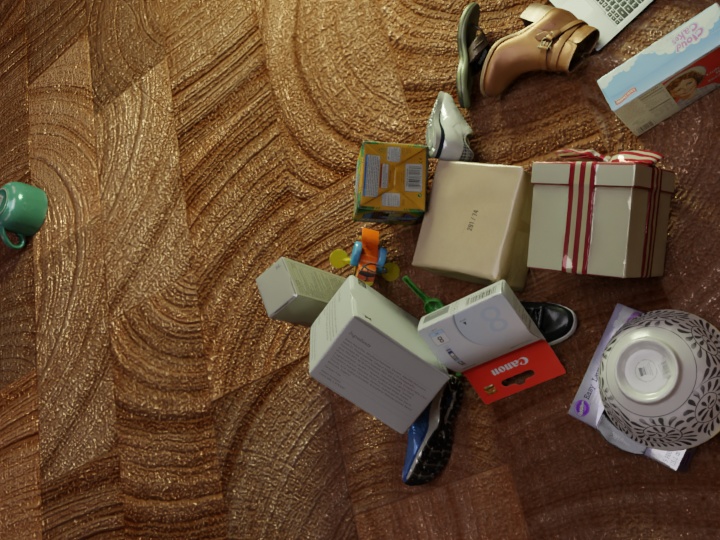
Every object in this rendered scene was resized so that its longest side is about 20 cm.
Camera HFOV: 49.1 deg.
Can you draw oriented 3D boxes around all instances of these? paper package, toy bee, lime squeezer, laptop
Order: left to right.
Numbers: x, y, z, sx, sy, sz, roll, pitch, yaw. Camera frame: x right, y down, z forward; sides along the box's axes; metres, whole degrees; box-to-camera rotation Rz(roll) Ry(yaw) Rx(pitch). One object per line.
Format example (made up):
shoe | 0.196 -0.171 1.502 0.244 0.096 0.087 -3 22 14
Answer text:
toy bee | 0.000 0.000 1.496 0.130 0.200 0.109 23 114 12
lime squeezer | 0.141 0.090 1.410 0.038 0.071 0.201 -28 90 10
paper package | 0.208 -0.079 1.379 0.190 0.103 0.201 12 85 39
laptop | 0.411 -0.521 1.340 0.200 0.116 0.188 -42 55 21

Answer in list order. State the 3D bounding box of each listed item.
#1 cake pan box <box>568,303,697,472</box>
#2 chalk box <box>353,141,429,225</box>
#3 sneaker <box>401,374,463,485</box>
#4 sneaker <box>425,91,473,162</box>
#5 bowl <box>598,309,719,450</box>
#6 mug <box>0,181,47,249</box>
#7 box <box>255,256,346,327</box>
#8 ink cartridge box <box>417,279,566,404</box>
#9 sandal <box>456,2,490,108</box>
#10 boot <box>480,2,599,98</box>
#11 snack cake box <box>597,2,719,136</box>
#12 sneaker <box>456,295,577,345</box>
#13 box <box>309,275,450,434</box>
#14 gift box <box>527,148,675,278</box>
cake pan box | 0.427 0.173 1.167 0.184 0.052 0.201 28 95 42
chalk box | 0.051 -0.155 1.479 0.123 0.200 0.126 4 84 -4
sneaker | 0.111 0.276 1.377 0.089 0.078 0.201 7 73 46
sneaker | 0.168 -0.264 1.472 0.201 0.080 0.077 -83 5 -47
bowl | 0.411 0.146 1.096 0.200 0.094 0.202 -12 71 36
mug | -1.036 -0.177 2.378 0.152 0.114 0.186 -32 59 27
box | -0.098 0.051 1.517 0.078 0.200 0.095 -38 57 24
ink cartridge box | 0.212 0.130 1.266 0.160 0.200 0.047 -28 18 28
sandal | 0.217 -0.405 1.495 0.057 0.080 0.202 1 84 21
boot | 0.314 -0.374 1.397 0.155 0.074 0.201 41 103 40
snack cake box | 0.484 -0.305 1.219 0.199 0.115 0.068 -32 59 27
sneaker | 0.244 0.081 1.297 0.199 0.112 0.074 -1 77 38
box | 0.026 0.138 1.348 0.131 0.199 0.199 -53 13 14
gift box | 0.368 -0.090 1.211 0.184 0.200 0.188 7 97 35
